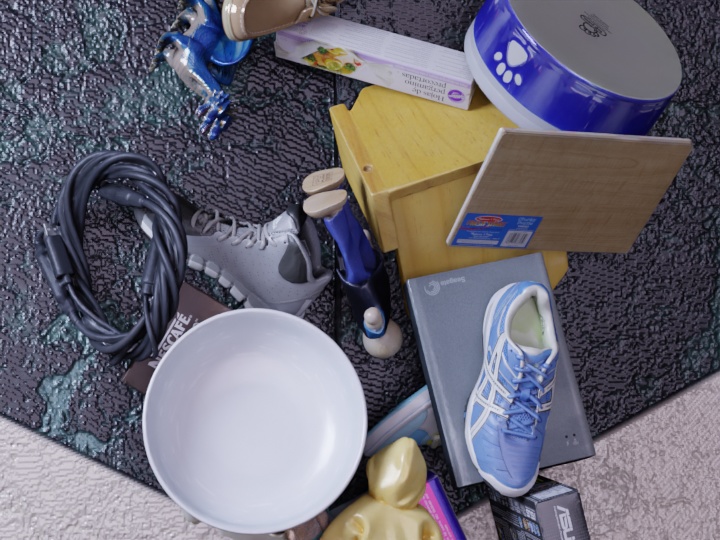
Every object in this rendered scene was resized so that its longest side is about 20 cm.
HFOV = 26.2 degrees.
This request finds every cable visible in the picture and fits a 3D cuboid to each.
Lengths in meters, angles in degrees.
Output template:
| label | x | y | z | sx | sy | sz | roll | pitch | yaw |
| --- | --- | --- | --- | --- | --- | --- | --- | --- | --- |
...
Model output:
| label | x | y | z | sx | sy | sz | roll | pitch | yaw |
| --- | --- | --- | --- | --- | --- | --- | --- | --- | --- |
| cable | -0.218 | -0.010 | 1.419 | 0.163 | 0.051 | 0.201 | -42 | 62 | 21 |

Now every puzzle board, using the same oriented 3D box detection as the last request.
| label | x | y | z | sx | sy | sz | roll | pitch | yaw |
| --- | --- | --- | --- | --- | --- | --- | --- | --- | --- |
| puzzle board | 0.192 | -0.074 | 1.441 | 0.198 | 0.151 | 0.017 | 2 | 49 | -21 |

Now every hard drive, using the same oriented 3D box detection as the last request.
| label | x | y | z | sx | sy | sz | roll | pitch | yaw |
| --- | --- | --- | --- | --- | --- | --- | --- | --- | --- |
| hard drive | 0.130 | 0.093 | 1.460 | 0.138 | 0.033 | 0.202 | -11 | 78 | -13 |

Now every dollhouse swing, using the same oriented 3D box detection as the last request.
| label | x | y | z | sx | sy | sz | roll | pitch | yaw |
| --- | --- | --- | --- | --- | --- | --- | --- | --- | --- |
| dollhouse swing | 0.096 | -0.077 | 1.528 | 0.199 | 0.176 | 0.182 | -19 | 50 | -8 |

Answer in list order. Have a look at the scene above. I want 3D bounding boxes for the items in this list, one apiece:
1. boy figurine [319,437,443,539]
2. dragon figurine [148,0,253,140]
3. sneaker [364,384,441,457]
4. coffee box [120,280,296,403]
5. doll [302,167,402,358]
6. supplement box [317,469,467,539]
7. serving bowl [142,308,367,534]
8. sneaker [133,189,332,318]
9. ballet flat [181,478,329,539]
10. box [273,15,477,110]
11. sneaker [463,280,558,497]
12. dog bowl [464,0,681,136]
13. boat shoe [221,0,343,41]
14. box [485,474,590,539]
| label | x | y | z | sx | sy | sz | roll | pitch | yaw |
| --- | --- | --- | --- | --- | --- | --- | --- | --- | --- |
| boy figurine | 0.018 | 0.249 | 1.392 | 0.123 | 0.064 | 0.202 | 5 | 87 | -8 |
| dragon figurine | -0.136 | -0.215 | 1.476 | 0.099 | 0.059 | 0.201 | 25 | 56 | -7 |
| sneaker | 0.108 | 0.159 | 1.495 | 0.199 | 0.080 | 0.131 | -32 | 85 | -7 |
| coffee box | -0.115 | 0.106 | 1.469 | 0.199 | 0.080 | 0.114 | 31 | 86 | -7 |
| doll | 0.000 | 0.000 | 1.468 | 0.048 | 0.137 | 0.201 | -17 | 122 | 8 |
| supplement box | -0.003 | 0.278 | 1.471 | 0.199 | 0.101 | 0.104 | -26 | 93 | -8 |
| serving bowl | -0.095 | 0.138 | 1.388 | 0.198 | 0.066 | 0.202 | 1 | 75 | -6 |
| sneaker | -0.108 | -0.040 | 1.454 | 0.200 | 0.075 | 0.115 | 37 | 124 | -14 |
| ballet flat | -0.125 | 0.210 | 1.429 | 0.199 | 0.068 | 0.067 | 17 | 51 | 26 |
| box | 0.016 | -0.205 | 1.485 | 0.198 | 0.039 | 0.042 | 16 | 54 | 7 |
| sneaker | 0.139 | 0.103 | 1.401 | 0.075 | 0.077 | 0.202 | 5 | 74 | -9 |
| dog bowl | 0.202 | -0.202 | 1.465 | 0.199 | 0.201 | 0.079 | 28 | 129 | -7 |
| boat shoe | -0.047 | -0.273 | 1.453 | 0.200 | 0.064 | 0.072 | -40 | 138 | -32 |
| box | 0.176 | 0.277 | 1.448 | 0.044 | 0.200 | 0.162 | -14 | 90 | -9 |
